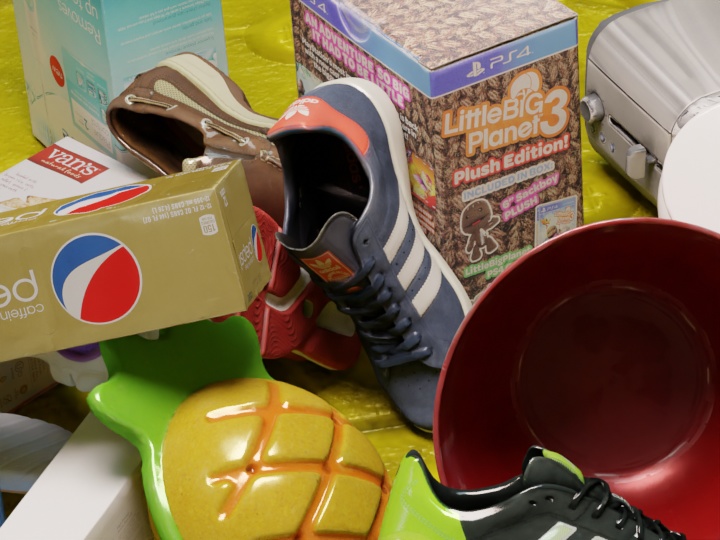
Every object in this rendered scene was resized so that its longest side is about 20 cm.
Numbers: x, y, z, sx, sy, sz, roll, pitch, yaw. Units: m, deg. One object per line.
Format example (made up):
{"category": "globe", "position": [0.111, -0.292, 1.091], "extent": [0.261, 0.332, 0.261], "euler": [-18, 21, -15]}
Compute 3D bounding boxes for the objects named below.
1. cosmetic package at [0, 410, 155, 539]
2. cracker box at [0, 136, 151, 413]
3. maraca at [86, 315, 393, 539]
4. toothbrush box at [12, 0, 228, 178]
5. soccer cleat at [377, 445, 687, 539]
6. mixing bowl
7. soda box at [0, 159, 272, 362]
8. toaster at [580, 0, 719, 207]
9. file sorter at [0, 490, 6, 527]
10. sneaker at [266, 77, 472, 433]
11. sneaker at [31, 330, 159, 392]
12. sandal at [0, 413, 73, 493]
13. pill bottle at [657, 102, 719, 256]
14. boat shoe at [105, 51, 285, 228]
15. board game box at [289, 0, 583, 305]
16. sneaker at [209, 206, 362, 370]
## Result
{"category": "cosmetic package", "position": [-0.125, 0.121, 1.369], "extent": [0.050, 0.083, 0.200], "euler": [9, 35, 20]}
{"category": "cracker box", "position": [-0.198, 0.004, 1.577], "extent": [0.134, 0.058, 0.200], "euler": [25, 43, 36]}
{"category": "maraca", "position": [-0.053, 0.103, 1.326], "extent": [0.137, 0.107, 0.200], "euler": [-27, 77, -48]}
{"category": "toothbrush box", "position": [-0.152, -0.153, 1.680], "extent": [0.085, 0.200, 0.146], "euler": [-22, 38, -23]}
{"category": "soccer cleat", "position": [0.109, 0.129, 1.276], "extent": [0.199, 0.081, 0.068], "euler": [7, 5, 0]}
{"category": "mixing bowl", "position": [0.133, 0.066, 1.351], "extent": [0.199, 0.201, 0.108], "euler": [-5, 9, 0]}
{"category": "soda box", "position": [-0.150, 0.002, 1.319], "extent": [0.199, 0.064, 0.068], "euler": [-13, 12, 12]}
{"category": "toaster", "position": [0.241, -0.100, 1.632], "extent": [0.199, 0.114, 0.129], "euler": [-13, 38, -15]}
{"category": "file sorter", "position": [-0.253, 0.155, 1.299], "extent": [0.138, 0.123, 0.200], "euler": [-1, 33, 5]}
{"category": "sneaker", "position": [0.000, 0.000, 1.440], "extent": [0.075, 0.201, 0.084], "euler": [-20, 4, 34]}
{"category": "sneaker", "position": [-0.172, 0.000, 1.440], "extent": [0.081, 0.084, 0.200], "euler": [-33, 28, -32]}
{"category": "sandal", "position": [-0.245, 0.106, 1.426], "extent": [0.206, 0.059, 0.079], "euler": [11, 25, 13]}
{"category": "pill bottle", "position": [0.221, -0.030, 1.436], "extent": [0.111, 0.111, 0.200], "euler": [9, -7, 20]}
{"category": "boat shoe", "position": [-0.072, -0.053, 1.556], "extent": [0.075, 0.075, 0.202], "euler": [-27, 43, -33]}
{"category": "board game box", "position": [0.044, -0.074, 1.536], "extent": [0.097, 0.200, 0.159], "euler": [-21, 37, -23]}
{"category": "sneaker", "position": [-0.087, 0.014, 1.476], "extent": [0.115, 0.200, 0.079], "euler": [1, 72, 28]}
